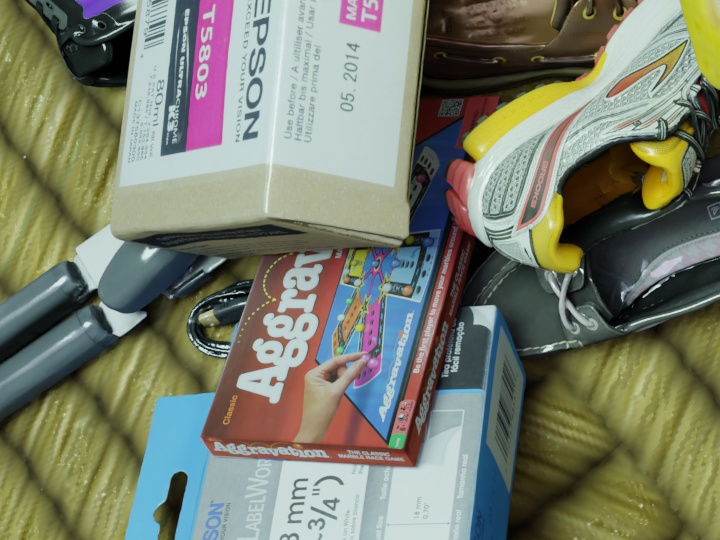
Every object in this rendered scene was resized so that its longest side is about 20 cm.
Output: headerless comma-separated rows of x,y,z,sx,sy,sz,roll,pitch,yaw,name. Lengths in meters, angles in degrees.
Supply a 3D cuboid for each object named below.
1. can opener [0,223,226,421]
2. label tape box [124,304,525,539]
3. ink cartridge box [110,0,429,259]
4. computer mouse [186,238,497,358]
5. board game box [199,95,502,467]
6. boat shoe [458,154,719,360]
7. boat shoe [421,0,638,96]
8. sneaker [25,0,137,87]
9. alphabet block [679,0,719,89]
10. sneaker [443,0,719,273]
-0.155,0.020,0.967,0.199,0.067,0.054,-35,75,7,can opener
-0.030,0.097,0.887,0.198,0.063,0.145,-4,52,19,label tape box
-0.040,-0.111,0.859,0.075,0.164,0.202,10,82,-29,ink cartridge box
0.000,-0.006,0.946,0.199,0.034,0.059,-26,78,11,computer mouse
0.000,0.000,0.896,0.102,0.019,0.201,-1,54,25,board game box
0.135,-0.008,0.889,0.199,0.057,0.067,-24,102,11,boat shoe
0.107,-0.131,0.914,0.198,0.068,0.073,-11,80,13,boat shoe
-0.147,-0.148,0.984,0.198,0.070,0.101,12,89,17,sneaker
0.239,-0.201,0.764,0.199,0.195,0.198,-23,98,-22,alphabet block
0.138,-0.065,0.862,0.200,0.078,0.082,-39,42,-8,sneaker
